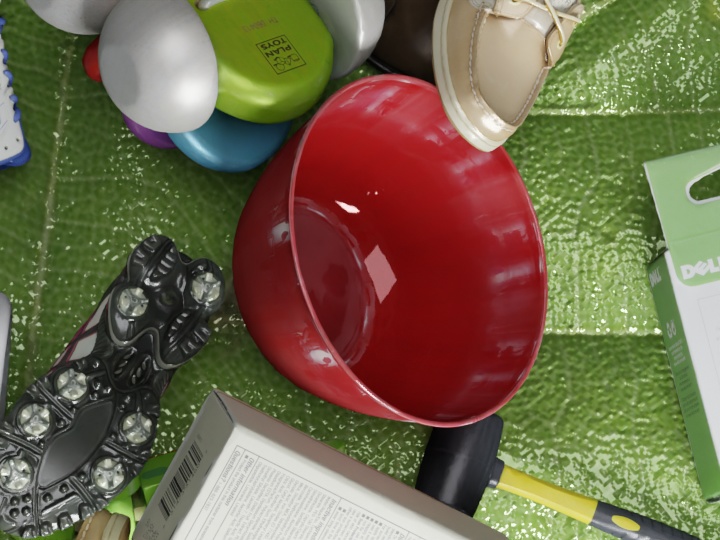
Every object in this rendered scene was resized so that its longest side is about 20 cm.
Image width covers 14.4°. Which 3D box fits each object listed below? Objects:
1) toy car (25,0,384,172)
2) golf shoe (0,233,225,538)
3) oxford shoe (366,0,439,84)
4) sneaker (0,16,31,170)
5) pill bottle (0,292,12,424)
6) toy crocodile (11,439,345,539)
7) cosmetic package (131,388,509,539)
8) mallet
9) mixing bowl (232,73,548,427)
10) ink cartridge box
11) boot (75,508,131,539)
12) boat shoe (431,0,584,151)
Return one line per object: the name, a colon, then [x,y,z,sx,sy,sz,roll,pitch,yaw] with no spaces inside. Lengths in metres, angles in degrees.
toy car: [-0.099,-0.139,1.624,0.174,0.150,0.200,-23,59,-37]
golf shoe: [-0.146,0.075,1.598,0.077,0.088,0.200,38,62,-5]
oxford shoe: [0.014,-0.173,1.679,0.200,0.084,0.073,41,77,0]
sneaker: [-0.228,-0.098,1.656,0.088,0.075,0.201,19,86,-14]
pill bottle: [-0.298,0.060,1.592,0.198,0.116,0.117,6,80,-5]
toy crocodile: [-0.105,0.127,1.632,0.199,0.062,0.068,-10,113,-9]
cosmetic package: [-0.015,0.159,1.586,0.199,0.073,0.104,29,96,-19]
mallet: [0.125,0.147,1.663,0.199,0.041,0.066,29,78,-4]
mixing bowl: [0.000,0.000,1.616,0.199,0.108,0.202,16,66,-40]
ink cartridge box: [0.232,0.027,1.679,0.103,0.059,0.201,-13,82,-8]
boot: [-0.230,0.191,1.585,0.155,0.073,0.201,31,102,3]
boat shoe: [0.095,-0.159,1.649,0.074,0.069,0.201,39,47,-30]
